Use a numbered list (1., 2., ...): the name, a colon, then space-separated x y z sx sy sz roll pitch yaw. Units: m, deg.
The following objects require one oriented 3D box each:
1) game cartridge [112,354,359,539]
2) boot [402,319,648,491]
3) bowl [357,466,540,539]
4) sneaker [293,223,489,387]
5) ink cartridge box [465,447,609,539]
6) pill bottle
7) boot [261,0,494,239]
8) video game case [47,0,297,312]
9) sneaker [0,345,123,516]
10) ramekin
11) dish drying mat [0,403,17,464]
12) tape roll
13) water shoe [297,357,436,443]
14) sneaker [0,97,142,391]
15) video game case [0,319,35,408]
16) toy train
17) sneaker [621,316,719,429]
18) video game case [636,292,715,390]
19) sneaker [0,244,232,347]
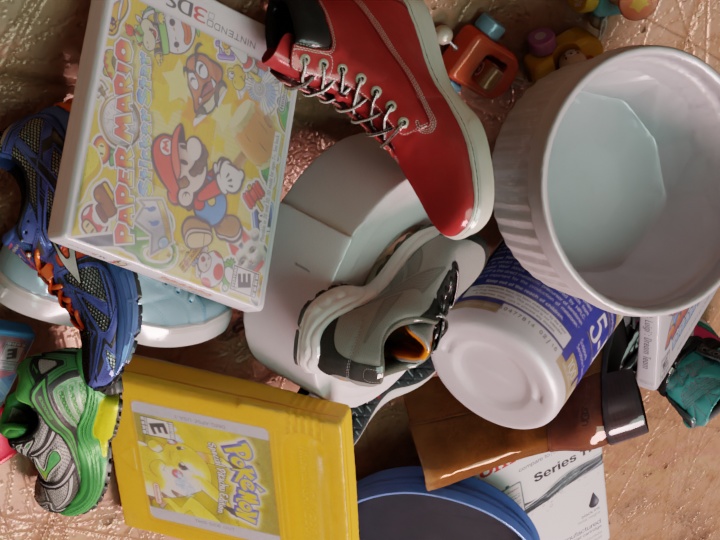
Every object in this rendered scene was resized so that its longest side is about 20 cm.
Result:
1. game cartridge: -0.099 0.154 1.500 0.032 0.199 0.177 -58 153 -45
2. boot: 0.134 0.087 1.660 0.199 0.189 0.069 -14 149 10
3. bowl: 0.066 0.247 1.703 0.199 0.039 0.201 8 135 8
4. sneaker: 0.037 0.031 1.400 0.200 0.079 0.074 -35 140 -44
5. ink cartridge box: 0.143 0.188 1.758 0.146 0.083 0.201 -26 134 -15
6. pill bottle: 0.153 0.020 1.569 0.200 0.119 0.120 -51 145 -35
7. boot: 0.005 -0.109 1.351 0.144 0.201 0.072 -4 152 -40
8. video game case: -0.120 -0.091 1.316 0.182 0.023 0.201 22 71 -43
9. sneaker: -0.228 0.116 1.439 0.085 0.078 0.200 0 142 -14
10. ramekin: 0.191 -0.068 1.459 0.199 0.105 0.201 -2 94 -29
11. dish drying mat: -0.309 0.084 1.406 0.077 0.018 0.201 -30 135 -14
12. tape roll: 0.000 0.000 1.469 0.202 0.071 0.203 -40 146 -35
13. water shoe: -0.005 0.084 1.591 0.200 0.079 0.072 -40 110 -34
14. sneaker: -0.202 -0.013 1.314 0.078 0.201 0.075 -13 173 -21
15. video game case: -0.334 0.114 1.387 0.143 0.018 0.201 11 117 -40
16. toy train: 0.153 -0.192 1.490 0.200 0.056 0.150 -50 136 9
17. sneaker: 0.276 0.085 1.744 0.199 0.121 0.084 11 116 -38
18. video game case: 0.287 -0.025 1.666 0.200 0.024 0.183 -50 148 -41
19. sneaker: -0.167 0.001 1.402 0.199 0.074 0.082 8 121 -40
